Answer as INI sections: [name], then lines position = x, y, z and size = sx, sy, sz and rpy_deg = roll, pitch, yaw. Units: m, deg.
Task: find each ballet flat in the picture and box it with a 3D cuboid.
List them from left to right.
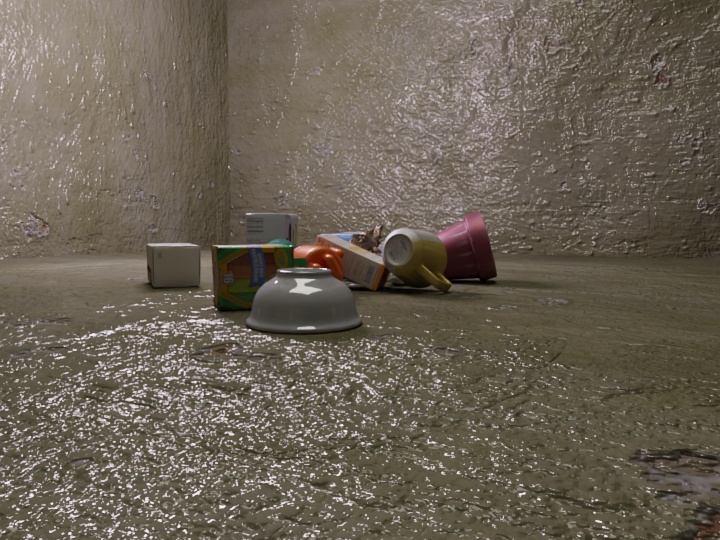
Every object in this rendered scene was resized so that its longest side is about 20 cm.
[ballet flat]
position = 0.153, 0.004, 1.681
size = 0.071, 0.074, 0.198
rpy_deg = 3, 5, 36

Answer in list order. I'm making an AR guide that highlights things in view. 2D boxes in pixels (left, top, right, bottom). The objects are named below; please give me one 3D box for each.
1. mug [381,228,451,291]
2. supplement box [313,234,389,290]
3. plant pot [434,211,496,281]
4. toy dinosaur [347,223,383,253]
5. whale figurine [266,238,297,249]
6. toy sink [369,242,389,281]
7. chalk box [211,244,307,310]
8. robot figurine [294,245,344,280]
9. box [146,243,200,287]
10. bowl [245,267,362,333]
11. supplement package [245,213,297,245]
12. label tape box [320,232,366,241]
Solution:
[mug]
position = 0.142, -0.037, 1.482
size = 0.183, 0.153, 0.152
rpy_deg = 8, -4, 29
[supplement box]
position = -0.024, -0.024, 1.555
size = 0.197, 0.075, 0.126
rpy_deg = 25, 10, 11
[plant pot]
position = 0.297, -0.056, 1.756
size = 0.175, 0.204, 0.200
rpy_deg = -14, 2, 9
[toy dinosaur]
position = -0.003, -0.069, 1.700
size = 0.196, 0.088, 0.135
rpy_deg = -17, 8, -18
[whale figurine]
position = -0.250, -0.036, 1.652
size = 0.158, 0.105, 0.199
rpy_deg = -32, -11, 16
[toy sink]
position = 0.092, -0.031, 1.809
size = 0.196, 0.115, 0.130
rpy_deg = -2, 5, -20
[chalk box]
position = -0.202, 0.009, 1.212
size = 0.196, 0.128, 0.123
rpy_deg = -3, 5, -19
[robot figurine]
position = -0.115, -0.001, 1.409
size = 0.115, 0.147, 0.199
rpy_deg = 22, -5, -26
[box]
position = -0.524, -0.018, 1.639
size = 0.125, 0.112, 0.199
rpy_deg = -1, 5, -24
[bowl]
position = -0.095, 0.044, 0.996
size = 0.196, 0.093, 0.201
rpy_deg = 0, 4, 0
[supplement package]
position = -0.308, -0.097, 2.070
size = 0.143, 0.205, 0.191
rpy_deg = 1, 5, 7
[label tape box]
position = -0.056, -0.089, 1.898
size = 0.142, 0.065, 0.198
rpy_deg = 3, 7, 36
